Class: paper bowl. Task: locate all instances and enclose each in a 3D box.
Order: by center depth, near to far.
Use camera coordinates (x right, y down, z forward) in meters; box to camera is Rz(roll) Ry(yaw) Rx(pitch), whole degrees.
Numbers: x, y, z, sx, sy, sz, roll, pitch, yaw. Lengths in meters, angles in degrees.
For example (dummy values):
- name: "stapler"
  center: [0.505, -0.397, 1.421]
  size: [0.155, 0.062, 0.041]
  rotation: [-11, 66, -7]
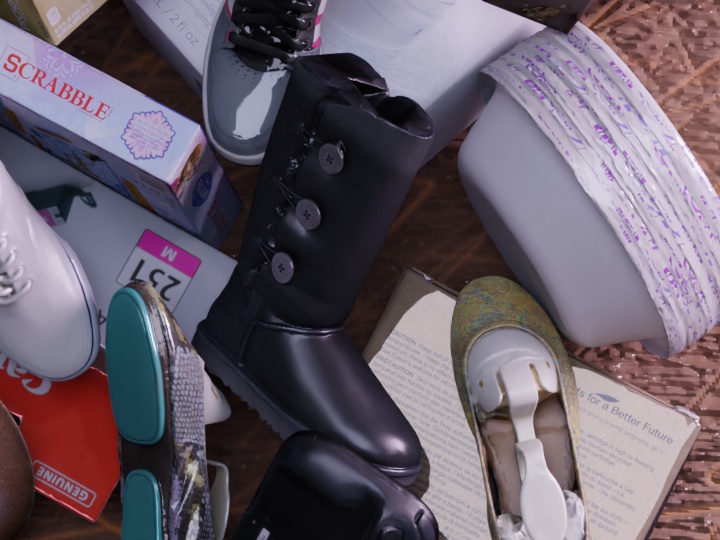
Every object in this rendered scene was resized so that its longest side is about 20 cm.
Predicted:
- name: "paper bowl"
  center: [0.131, -0.038, 1.550]
  size: [0.104, 0.201, 0.201]
  rotation: [-33, 78, -3]

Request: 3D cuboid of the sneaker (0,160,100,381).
- name: "sneaker"
  center: [-0.214, -0.017, 1.511]
  size: [0.073, 0.071, 0.200]
  rotation: [-29, 106, 9]

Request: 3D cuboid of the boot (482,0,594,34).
- name: "boot"
  center: [0.079, -0.231, 1.535]
  size: [0.064, 0.186, 0.201]
  rotation: [5, 83, -34]

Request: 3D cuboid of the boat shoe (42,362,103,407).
- name: "boat shoe"
  center: [-0.211, 0.001, 1.641]
  size: [0.071, 0.064, 0.200]
  rotation: [-35, 78, -3]

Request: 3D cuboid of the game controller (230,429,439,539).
- name: "game controller"
  center: [-0.026, 0.172, 1.538]
  size: [0.104, 0.200, 0.042]
  rotation: [41, 47, 13]

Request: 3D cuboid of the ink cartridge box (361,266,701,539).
- name: "ink cartridge box"
  center: [0.078, 0.119, 1.589]
  size: [0.199, 0.075, 0.165]
  rotation: [28, 81, 11]

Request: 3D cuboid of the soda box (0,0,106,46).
- name: "soda box"
  center: [-0.138, -0.222, 1.540]
  size: [0.064, 0.068, 0.200]
  rotation: [24, 59, 42]

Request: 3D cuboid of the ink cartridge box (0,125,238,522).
- name: "ink cartridge box"
  center: [-0.197, 0.024, 1.582]
  size: [0.199, 0.044, 0.174]
  rotation: [30, 66, -4]

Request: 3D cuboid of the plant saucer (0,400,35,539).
- name: "plant saucer"
  center: [-0.289, 0.111, 1.568]
  size: [0.200, 0.201, 0.037]
  rotation: [18, 43, 8]

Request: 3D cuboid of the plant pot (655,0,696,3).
- name: "plant pot"
  center: [0.157, -0.260, 1.591]
  size: [0.092, 0.201, 0.202]
  rotation: [2, 79, 2]

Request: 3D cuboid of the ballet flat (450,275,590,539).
- name: "ballet flat"
  center: [0.094, 0.094, 1.521]
  size: [0.070, 0.071, 0.201]
  rotation: [-11, 77, 2]

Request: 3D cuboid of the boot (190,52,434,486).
- name: "boot"
  center: [-0.001, 0.000, 1.507]
  size: [0.165, 0.066, 0.201]
  rotation: [34, 113, 22]

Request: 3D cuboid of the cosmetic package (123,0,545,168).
- name: "cosmetic package"
  center: [-0.011, -0.162, 1.629]
  size: [0.200, 0.123, 0.199]
  rotation: [-41, 79, -5]

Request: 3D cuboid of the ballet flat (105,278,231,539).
- name: "ballet flat"
  center: [-0.108, 0.102, 1.547]
  size: [0.072, 0.072, 0.201]
  rotation: [-1, 98, 4]

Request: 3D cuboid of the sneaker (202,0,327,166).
- name: "sneaker"
  center: [-0.045, -0.164, 1.508]
  size: [0.083, 0.121, 0.201]
  rotation: [14, 81, 8]

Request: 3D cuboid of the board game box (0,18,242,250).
- name: "board game box"
  center: [-0.174, -0.090, 1.588]
  size: [0.199, 0.200, 0.041]
  rotation: [28, 82, 9]
